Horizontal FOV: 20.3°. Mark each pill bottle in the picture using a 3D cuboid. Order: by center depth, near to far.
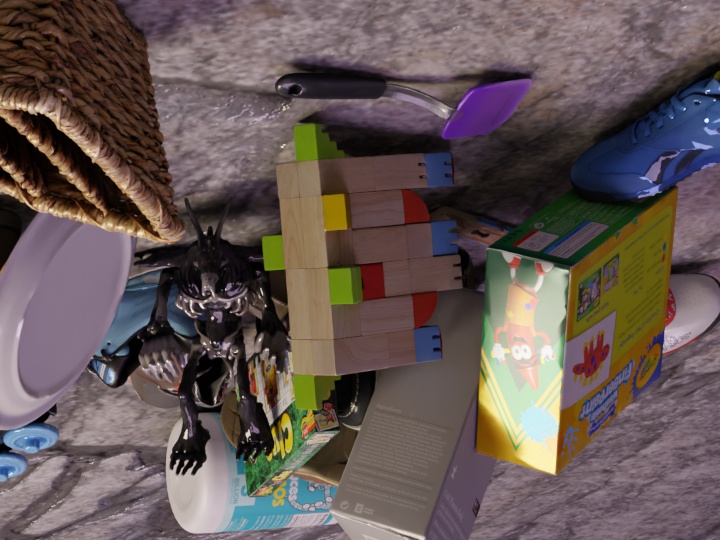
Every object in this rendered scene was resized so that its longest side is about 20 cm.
[{"bbox_3d":[-0.074,0.185,1.880,0.199,0.111,0.111,-1,153,-25],"label":"pill bottle"}]

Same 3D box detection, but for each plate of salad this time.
[{"bbox_3d":[-0.219,0.016,1.410,0.048,0.201,0.200,23,162,17],"label":"plate of salad"}]

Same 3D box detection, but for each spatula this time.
[{"bbox_3d":[0.029,-0.119,1.386,0.199,0.021,0.057,5,138,-29],"label":"spatula"}]

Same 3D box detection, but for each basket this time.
[{"bbox_3d":[-0.208,-0.094,1.173,0.142,0.150,0.200,-17,156,9],"label":"basket"}]

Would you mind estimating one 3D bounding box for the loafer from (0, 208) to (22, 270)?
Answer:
[{"bbox_3d":[-0.311,0.026,1.471,0.073,0.072,0.200,7,149,-35],"label":"loafer"}]

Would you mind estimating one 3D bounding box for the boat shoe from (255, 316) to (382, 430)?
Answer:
[{"bbox_3d":[-0.035,0.074,1.601,0.060,0.076,0.200,11,-172,-21],"label":"boat shoe"}]

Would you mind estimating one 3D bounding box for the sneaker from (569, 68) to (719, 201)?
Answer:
[{"bbox_3d":[0.240,-0.111,1.475,0.199,0.066,0.079,-17,129,23],"label":"sneaker"}]

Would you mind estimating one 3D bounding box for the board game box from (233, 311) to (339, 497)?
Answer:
[{"bbox_3d":[-0.059,0.102,1.551,0.023,0.105,0.200,-4,161,-20],"label":"board game box"}]

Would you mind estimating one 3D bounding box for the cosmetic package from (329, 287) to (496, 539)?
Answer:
[{"bbox_3d":[0.057,0.119,1.516,0.090,0.201,0.107,16,161,23],"label":"cosmetic package"}]

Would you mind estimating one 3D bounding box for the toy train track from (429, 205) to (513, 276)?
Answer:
[{"bbox_3d":[0.126,-0.013,1.646,0.115,0.033,0.200,-30,149,33],"label":"toy train track"}]

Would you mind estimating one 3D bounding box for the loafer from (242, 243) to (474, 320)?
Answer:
[{"bbox_3d":[0.000,0.000,1.571,0.199,0.076,0.068,-2,145,-22],"label":"loafer"}]

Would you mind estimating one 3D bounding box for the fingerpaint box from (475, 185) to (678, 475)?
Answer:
[{"bbox_3d":[0.163,0.034,1.513,0.073,0.168,0.200,14,-154,27],"label":"fingerpaint box"}]

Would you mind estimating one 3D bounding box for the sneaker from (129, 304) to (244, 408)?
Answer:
[{"bbox_3d":[-0.145,0.082,1.658,0.077,0.082,0.200,-3,153,-21],"label":"sneaker"}]

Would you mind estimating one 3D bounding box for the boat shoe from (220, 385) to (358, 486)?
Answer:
[{"bbox_3d":[-0.034,0.144,1.655,0.200,0.072,0.068,18,167,40],"label":"boat shoe"}]

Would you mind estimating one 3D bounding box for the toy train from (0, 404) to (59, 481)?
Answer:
[{"bbox_3d":[-0.331,0.129,1.671,0.114,0.087,0.200,15,144,-35],"label":"toy train"}]

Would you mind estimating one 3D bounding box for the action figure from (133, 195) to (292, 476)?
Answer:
[{"bbox_3d":[-0.104,0.051,1.483,0.118,0.102,0.201,-5,114,-5],"label":"action figure"}]

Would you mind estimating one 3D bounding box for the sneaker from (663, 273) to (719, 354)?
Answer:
[{"bbox_3d":[0.220,0.040,1.755,0.200,0.068,0.108,-13,164,9],"label":"sneaker"}]

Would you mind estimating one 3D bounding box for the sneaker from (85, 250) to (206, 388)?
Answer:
[{"bbox_3d":[-0.211,0.048,1.543,0.199,0.090,0.078,-13,156,-1],"label":"sneaker"}]

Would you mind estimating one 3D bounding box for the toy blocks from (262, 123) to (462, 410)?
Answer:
[{"bbox_3d":[0.014,-0.007,1.456,0.136,0.201,0.100,-6,-178,-39],"label":"toy blocks"}]
